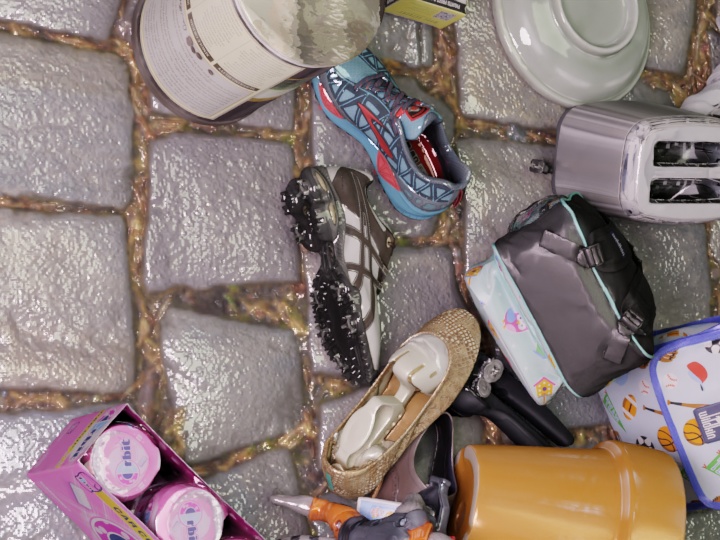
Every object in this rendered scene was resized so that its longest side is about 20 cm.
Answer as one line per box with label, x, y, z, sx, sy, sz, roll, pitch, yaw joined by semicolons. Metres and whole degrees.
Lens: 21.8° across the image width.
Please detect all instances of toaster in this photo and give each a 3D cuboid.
toaster;0.279;-0.105;1.824;0.198;0.129;0.115;0;99;-32

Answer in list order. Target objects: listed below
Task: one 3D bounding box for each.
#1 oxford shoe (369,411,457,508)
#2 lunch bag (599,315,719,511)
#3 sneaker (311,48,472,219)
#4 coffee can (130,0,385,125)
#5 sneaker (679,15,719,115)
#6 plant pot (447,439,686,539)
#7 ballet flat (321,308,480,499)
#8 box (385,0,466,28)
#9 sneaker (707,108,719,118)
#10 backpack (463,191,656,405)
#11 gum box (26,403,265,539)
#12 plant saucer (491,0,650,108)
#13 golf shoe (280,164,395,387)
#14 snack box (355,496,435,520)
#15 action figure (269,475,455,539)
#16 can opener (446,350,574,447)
oxford shoe;0.044;0.218;1.659;0.071;0.072;0.202;14;73;-29
lunch bag;0.327;0.135;1.775;0.123;0.199;0.171;-23;93;-33
sneaker;0.036;-0.144;1.716;0.079;0.095;0.201;-45;104;-31
coffee can;-0.090;-0.218;1.592;0.145;0.199;0.148;7;77;-30
sneaker;0.395;-0.219;1.969;0.199;0.075;0.116;-20;83;-29
plant pot;0.166;0.238;1.674;0.182;0.200;0.202;16;71;-11
ballet flat;0.035;0.113;1.640;0.201;0.070;0.065;-55;154;-6
box;0.067;-0.341;1.802;0.075;0.050;0.202;13;73;-29
sneaker;0.407;-0.149;1.817;0.080;0.200;0.074;-29;102;-9
backpack;0.191;0.021;1.734;0.177;0.153;0.200;57;21;-2
gum box;-0.162;0.204;1.511;0.200;0.113;0.066;47;60;-15
plant saucer;0.225;-0.264;1.885;0.198;0.050;0.202;7;77;-30
golf shoe;0.000;0.000;1.676;0.094;0.078;0.202;-12;88;-33
snack box;0.019;0.301;1.615;0.024;0.071;0.202;31;66;-72
action figure;0.003;0.261;1.554;0.104;0.192;0.202;36;53;-52
can opener;0.134;0.124;1.739;0.199;0.078;0.064;32;71;-34
